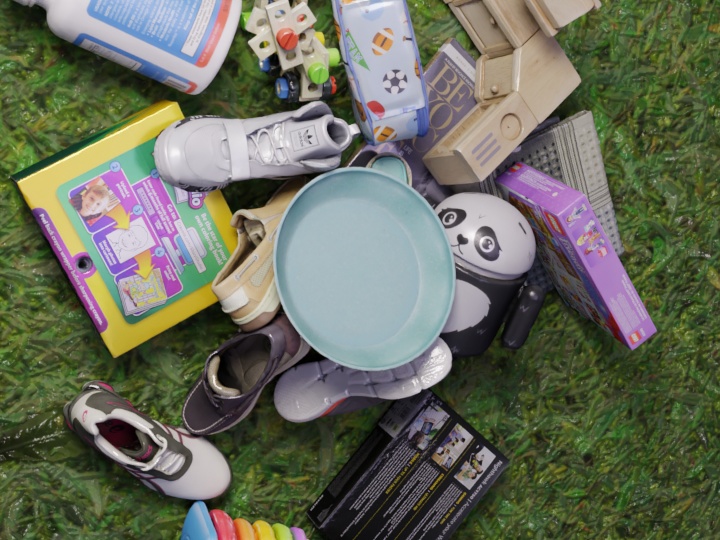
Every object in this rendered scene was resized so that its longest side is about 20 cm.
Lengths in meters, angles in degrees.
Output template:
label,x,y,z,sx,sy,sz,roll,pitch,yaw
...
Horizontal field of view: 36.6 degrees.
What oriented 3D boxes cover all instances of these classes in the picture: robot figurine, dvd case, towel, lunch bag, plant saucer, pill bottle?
label,x,y,z,sx,sy,sz,roll,pitch,yaw
robot figurine,0.106,0.013,1.170,0.150,0.125,0.200,15,119,-18
dvd case,0.088,-0.133,1.209,0.149,0.016,0.200,41,84,-23
towel,0.204,-0.067,1.254,0.192,0.035,0.200,-25,117,-12
lunch bag,0.013,-0.232,1.083,0.076,0.160,0.200,-12,112,-1
plant saucer,0.000,0.000,1.064,0.200,0.036,0.200,6,77,-26
pill bottle,-0.222,-0.252,1.011,0.200,0.112,0.112,22,92,-24

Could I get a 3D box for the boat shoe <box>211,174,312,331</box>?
label,x,y,z,sx,sy,sz,roll,pitch,yaw
boat shoe,-0.093,-0.036,1.080,0.076,0.072,0.200,46,39,-26

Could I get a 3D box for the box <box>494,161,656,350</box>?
label,x,y,z,sx,sy,sz,roll,pitch,yaw
box,0.234,-0.017,1.188,0.039,0.137,0.200,-38,119,-5

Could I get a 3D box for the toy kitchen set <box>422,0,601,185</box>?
label,x,y,z,sx,sy,sz,roll,pitch,yaw
toy kitchen set,0.128,-0.223,1.105,0.180,0.163,0.200,-45,110,-20

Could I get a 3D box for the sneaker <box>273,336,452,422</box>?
label,x,y,z,sx,sy,sz,roll,pitch,yaw
sneaker,0.008,0.112,1.167,0.200,0.082,0.077,-15,74,18

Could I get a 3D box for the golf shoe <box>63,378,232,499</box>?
label,x,y,z,sx,sy,sz,roll,pitch,yaw
golf shoe,-0.214,0.191,1.121,0.200,0.088,0.077,34,86,-25

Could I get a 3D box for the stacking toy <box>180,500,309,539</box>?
label,x,y,z,sx,sy,sz,roll,pitch,yaw
stacking toy,-0.090,0.313,1.177,0.200,0.110,0.116,3,103,-19

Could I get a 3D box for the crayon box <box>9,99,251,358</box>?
label,x,y,z,sx,sy,sz,roll,pitch,yaw
crayon box,-0.220,-0.043,1.084,0.173,0.058,0.200,-30,110,-16

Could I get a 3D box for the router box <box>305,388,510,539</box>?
label,x,y,z,sx,sy,sz,roll,pitch,yaw
router box,0.057,0.249,1.256,0.149,0.051,0.200,43,84,-25

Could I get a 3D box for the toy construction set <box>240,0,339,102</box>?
label,x,y,z,sx,sy,sz,roll,pitch,yaw
toy construction set,-0.067,-0.238,1.044,0.092,0.200,0.131,1,124,-8

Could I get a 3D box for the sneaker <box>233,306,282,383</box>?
label,x,y,z,sx,sy,sz,roll,pitch,yaw
sneaker,-0.054,0.057,1.166,0.115,0.076,0.200,16,114,-48

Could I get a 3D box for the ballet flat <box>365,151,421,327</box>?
label,x,y,z,sx,sy,sz,roll,pitch,yaw
ballet flat,0.031,-0.024,1.144,0.067,0.062,0.200,4,81,-3

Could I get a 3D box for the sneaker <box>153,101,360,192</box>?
label,x,y,z,sx,sy,sz,roll,pitch,yaw
sneaker,-0.095,-0.123,1.049,0.200,0.115,0.075,-10,91,-47

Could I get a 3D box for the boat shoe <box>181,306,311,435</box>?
label,x,y,z,sx,sy,sz,roll,pitch,yaw
boat shoe,-0.129,0.105,1.097,0.065,0.200,0.072,-11,66,-53
